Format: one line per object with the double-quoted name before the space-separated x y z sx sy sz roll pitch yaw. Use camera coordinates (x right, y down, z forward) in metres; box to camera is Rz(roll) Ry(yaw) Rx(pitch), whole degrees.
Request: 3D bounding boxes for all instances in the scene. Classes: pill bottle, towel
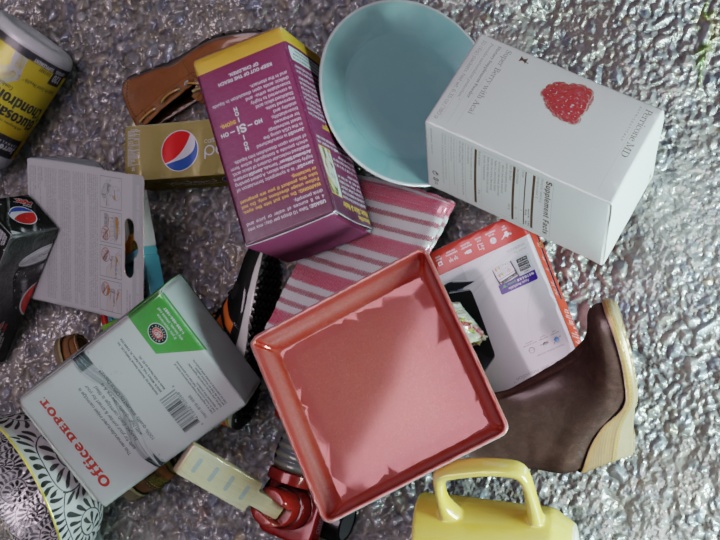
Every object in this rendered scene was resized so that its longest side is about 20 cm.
"pill bottle" -0.427 -0.188 1.792 0.112 0.112 0.201 37 97 21
"towel" 0.000 0.000 1.605 0.146 0.030 0.201 17 74 38

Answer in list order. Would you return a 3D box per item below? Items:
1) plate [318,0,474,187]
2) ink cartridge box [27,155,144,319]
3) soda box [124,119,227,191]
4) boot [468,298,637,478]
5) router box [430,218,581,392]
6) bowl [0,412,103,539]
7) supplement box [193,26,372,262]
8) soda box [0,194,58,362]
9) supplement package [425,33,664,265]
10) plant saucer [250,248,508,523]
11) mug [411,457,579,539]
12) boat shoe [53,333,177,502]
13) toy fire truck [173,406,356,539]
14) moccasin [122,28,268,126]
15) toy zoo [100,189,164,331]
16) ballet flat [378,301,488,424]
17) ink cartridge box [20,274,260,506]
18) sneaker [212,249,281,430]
"plate" 0.046 -0.181 1.605 0.198 0.026 0.202 5 76 -21
"ink cartridge box" -0.287 -0.036 1.702 0.199 0.057 0.164 9 103 36
"soda box" -0.157 -0.128 1.705 0.198 0.068 0.065 -2 83 20
"boot" 0.177 0.120 1.483 0.165 0.201 0.073 -7 37 3
"router box" 0.114 0.063 1.586 0.199 0.049 0.181 -25 75 16
"bowl" -0.334 0.229 1.695 0.094 0.201 0.201 -26 69 -30
"supplement box" -0.077 -0.123 1.571 0.102 0.131 0.202 -20 77 13
"soda box" -0.410 0.015 1.742 0.063 0.070 0.201 45 124 26
"supplement package" 0.178 -0.119 1.521 0.199 0.120 0.122 25 66 17
"plant saucer" 0.019 0.111 1.494 0.199 0.037 0.201 -28 70 9
"mug" 0.131 0.280 1.491 0.152 0.187 0.151 -3 62 12
"boat shoe" -0.264 0.150 1.712 0.068 0.072 0.201 -31 85 15
"toy fire truck" -0.078 0.180 1.563 0.128 0.200 0.178 18 90 21
"moccasin" -0.171 -0.208 1.718 0.200 0.074 0.078 -21 82 16
"toy zoo" -0.258 -0.005 1.707 0.131 0.020 0.202 -22 77 54
"ballet flat" 0.058 0.125 1.536 0.064 0.076 0.201 30 97 14
"ink cartridge box" -0.227 0.124 1.607 0.199 0.083 0.147 -35 96 15
"sneaker" -0.147 0.065 1.674 0.089 0.070 0.202 10 89 18
